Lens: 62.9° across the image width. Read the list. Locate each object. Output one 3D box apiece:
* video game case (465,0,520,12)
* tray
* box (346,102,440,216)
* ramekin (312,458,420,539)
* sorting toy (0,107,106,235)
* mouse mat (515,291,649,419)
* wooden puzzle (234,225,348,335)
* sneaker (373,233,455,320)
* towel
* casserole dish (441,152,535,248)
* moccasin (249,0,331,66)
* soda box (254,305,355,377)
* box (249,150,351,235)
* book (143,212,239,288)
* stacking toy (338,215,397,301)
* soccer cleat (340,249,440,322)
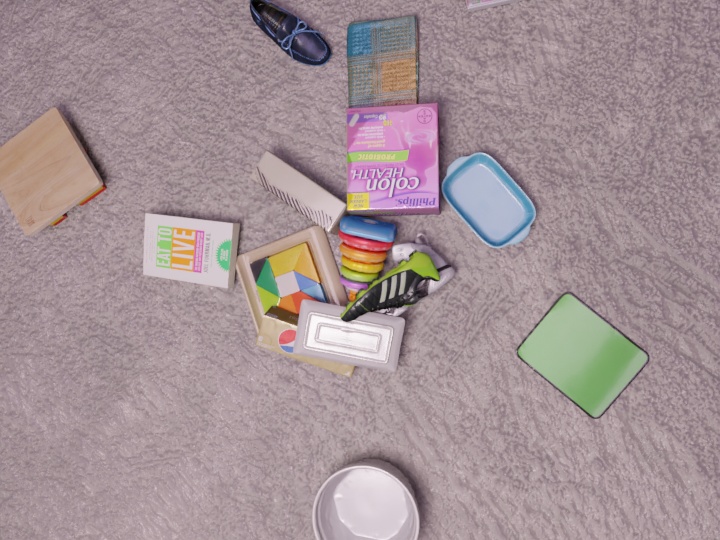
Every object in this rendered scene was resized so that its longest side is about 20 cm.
[{"bbox_3d":[0.268,-0.626,1.167,0.143,0.018,0.201,-8,86,9],"label":"video game case"},{"bbox_3d":[-0.023,0.124,1.101,0.199,0.022,0.108,10,95,2],"label":"tray"},{"bbox_3d":[0.065,-0.210,1.143,0.175,0.097,0.201,0,88,9],"label":"box"},{"bbox_3d":[0.016,0.456,1.119,0.199,0.105,0.201,0,88,10],"label":"ramekin"},{"bbox_3d":[-0.670,-0.209,1.276,0.200,0.070,0.199,-34,83,7],"label":"sorting toy"},{"bbox_3d":[0.418,0.160,1.116,0.200,0.008,0.161,40,94,10],"label":"mouse mat"},{"bbox_3d":[-0.143,0.025,1.197,0.199,0.037,0.186,-20,84,8],"label":"wooden puzzle"},{"bbox_3d":[0.075,0.019,1.145,0.200,0.075,0.115,-34,82,1],"label":"sneaker"},{"bbox_3d":[0.045,-0.408,1.194,0.146,0.022,0.201,-1,89,10],"label":"towel"},{"bbox_3d":[0.246,-0.134,1.140,0.121,0.039,0.200,-41,83,5],"label":"casserole dish"},{"bbox_3d":[-0.152,-0.485,1.204,0.200,0.068,0.081,32,93,9],"label":"moccasin"},{"bbox_3d":[-0.098,0.139,1.153,0.199,0.064,0.068,19,104,2],"label":"soda box"},{"bbox_3d":[-0.116,-0.154,1.179,0.200,0.082,0.068,35,94,10],"label":"box"},{"bbox_3d":[-0.352,-0.043,1.224,0.199,0.048,0.134,7,95,15],"label":"book"},{"bbox_3d":[0.000,0.000,1.150,0.109,0.116,0.201,12,107,4],"label":"stacking toy"},{"bbox_3d":[0.055,0.043,1.072,0.200,0.068,0.081,-35,87,-6],"label":"soccer cleat"}]
